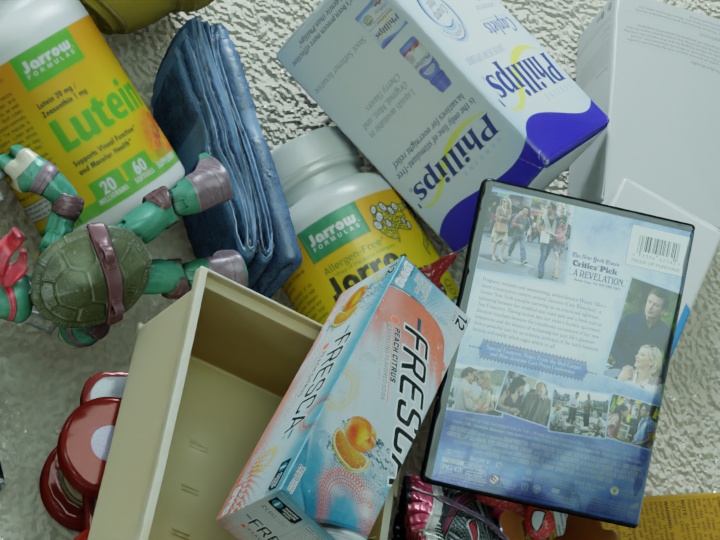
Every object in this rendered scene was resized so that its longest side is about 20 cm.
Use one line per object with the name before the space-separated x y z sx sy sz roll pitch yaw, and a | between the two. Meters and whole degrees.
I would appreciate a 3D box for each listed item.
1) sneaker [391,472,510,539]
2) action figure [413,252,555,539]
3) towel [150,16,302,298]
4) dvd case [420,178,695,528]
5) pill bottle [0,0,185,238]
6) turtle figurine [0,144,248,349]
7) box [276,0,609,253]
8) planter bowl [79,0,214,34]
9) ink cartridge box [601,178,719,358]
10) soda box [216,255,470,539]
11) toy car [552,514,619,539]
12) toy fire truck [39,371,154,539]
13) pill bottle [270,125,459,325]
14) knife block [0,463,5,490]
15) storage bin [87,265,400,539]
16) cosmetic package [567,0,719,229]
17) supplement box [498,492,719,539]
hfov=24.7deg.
sneaker | 0.064 0.192 1.053 0.075 0.081 0.200 8 24 -4
action figure | 0.081 0.087 1.100 0.065 0.052 0.200 -16 80 -47
towel | -0.105 -0.072 1.189 0.048 0.112 0.200 -8 67 -28
dvd case | 0.127 0.052 1.054 0.142 0.018 0.200 13 84 -3
pill bottle | -0.219 -0.122 1.146 0.111 0.111 0.200 -37 102 -28
turtle figurine | -0.176 -0.005 1.066 0.200 0.150 0.101 -15 35 -24
box | 0.068 -0.135 1.236 0.200 0.105 0.184 48 27 5
planter bowl | -0.195 -0.231 1.203 0.200 0.200 0.084 34 81 -3
ink cartridge box | 0.161 0.048 1.184 0.084 0.200 0.145 29 62 -2
soda box | -0.006 0.086 0.981 0.064 0.068 0.200 43 47 -16
toy car | 0.128 0.255 1.088 0.184 0.177 0.200 20 69 -20
toy fire truck | -0.121 0.167 1.086 0.168 0.112 0.200 3 67 -18
pill bottle | 0.000 0.000 1.199 0.113 0.113 0.200 -23 77 -26
knife block | -0.280 0.046 1.098 0.175 0.064 0.200 31 72 -3
storage bin | -0.058 0.138 1.025 0.198 0.094 0.200 27 53 -26
cosmetic package | 0.234 -0.116 1.343 0.107 0.085 0.200 15 64 -12
supplement box | 0.177 0.204 1.198 0.200 0.067 0.069 -3 69 -19
